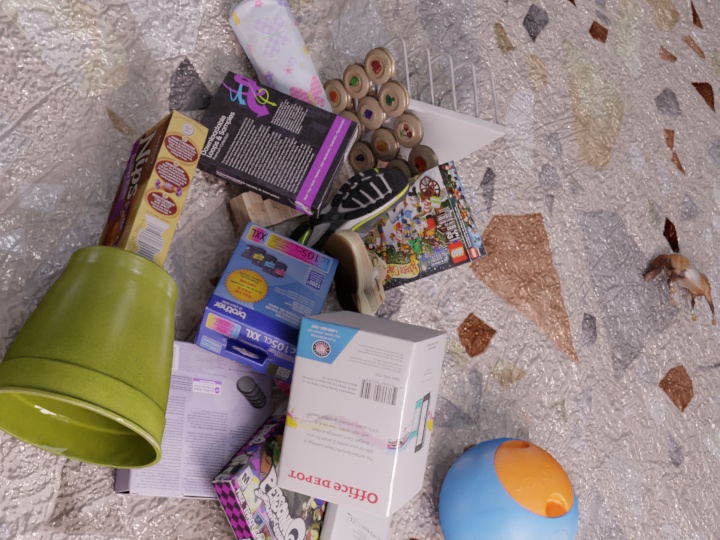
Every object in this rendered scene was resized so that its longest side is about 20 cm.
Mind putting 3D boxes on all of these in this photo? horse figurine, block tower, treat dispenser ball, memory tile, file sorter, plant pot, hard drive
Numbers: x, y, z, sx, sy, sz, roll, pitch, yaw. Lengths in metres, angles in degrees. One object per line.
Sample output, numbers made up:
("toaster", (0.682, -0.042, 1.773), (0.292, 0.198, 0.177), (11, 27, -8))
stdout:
("horse figurine", (0.639, 0.024, 1.887), (0.198, 0.050, 0.134), (31, 48, -22))
("block tower", (-0.093, -0.101, 1.337), (0.198, 0.054, 0.059), (-21, 92, -41))
("treat dispenser ball", (0.210, 0.342, 1.366), (0.198, 0.200, 0.205), (11, 71, -36))
("memory tile", (0.025, -0.206, 1.396), (0.017, 0.152, 0.203), (-28, 94, -45))
("file sorter", (0.102, -0.260, 1.484), (0.197, 0.138, 0.127), (9, 69, -36))
("plant pot", (-0.285, 0.086, 1.047), (0.199, 0.199, 0.196), (30, 57, -28))
("hard drive", (0.003, 0.307, 1.284), (0.132, 0.026, 0.203), (49, 43, -43))

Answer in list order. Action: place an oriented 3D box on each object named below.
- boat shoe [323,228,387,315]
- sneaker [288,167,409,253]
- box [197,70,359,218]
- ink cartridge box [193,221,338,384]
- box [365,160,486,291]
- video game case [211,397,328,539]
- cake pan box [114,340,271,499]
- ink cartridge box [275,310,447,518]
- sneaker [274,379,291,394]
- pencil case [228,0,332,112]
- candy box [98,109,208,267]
("boat shoe", (0.000, 0.000, 1.308), (0.065, 0.201, 0.072), (-39, 60, -17))
("sneaker", (-0.012, -0.065, 1.335), (0.074, 0.199, 0.081), (58, 7, 33))
("box", (-0.118, -0.170, 1.277), (0.197, 0.036, 0.145), (23, 66, 5))
("ink cartridge box", (-0.119, 0.049, 1.198), (0.134, 0.077, 0.202), (22, 45, -3))
("box", (0.077, -0.058, 1.366), (0.037, 0.199, 0.139), (-20, 89, -42))
("video game case", (-0.090, 0.292, 1.195), (0.181, 0.035, 0.203), (-44, 118, -53))
("cake pan box", (-0.203, 0.186, 1.176), (0.197, 0.052, 0.188), (12, 69, -36))
("ink cartridge box", (0.004, 0.164, 1.143), (0.146, 0.144, 0.204), (-3, 103, -70))
("sneaker", (-0.050, 0.114, 1.296), (0.199, 0.081, 0.090), (2, 69, -55))
("pencil case", (-0.113, -0.290, 1.354), (0.089, 0.083, 0.203), (-22, 94, 2))
("candy box", (-0.257, -0.082, 1.160), (0.056, 0.116, 0.203), (26, 64, -29))
